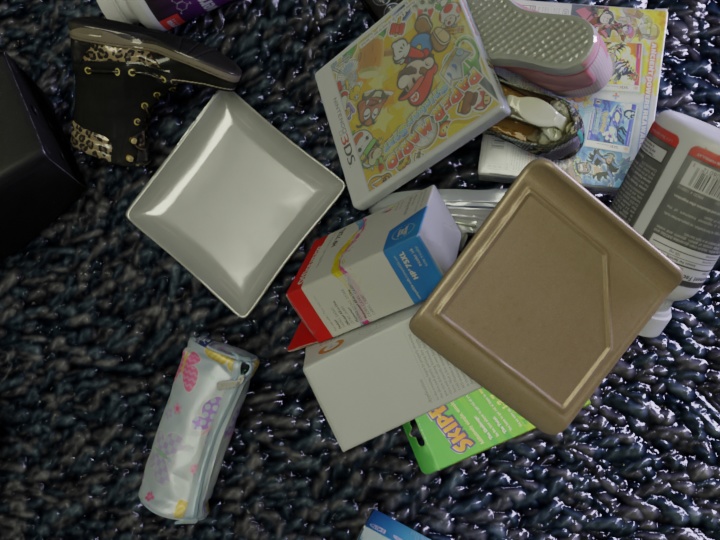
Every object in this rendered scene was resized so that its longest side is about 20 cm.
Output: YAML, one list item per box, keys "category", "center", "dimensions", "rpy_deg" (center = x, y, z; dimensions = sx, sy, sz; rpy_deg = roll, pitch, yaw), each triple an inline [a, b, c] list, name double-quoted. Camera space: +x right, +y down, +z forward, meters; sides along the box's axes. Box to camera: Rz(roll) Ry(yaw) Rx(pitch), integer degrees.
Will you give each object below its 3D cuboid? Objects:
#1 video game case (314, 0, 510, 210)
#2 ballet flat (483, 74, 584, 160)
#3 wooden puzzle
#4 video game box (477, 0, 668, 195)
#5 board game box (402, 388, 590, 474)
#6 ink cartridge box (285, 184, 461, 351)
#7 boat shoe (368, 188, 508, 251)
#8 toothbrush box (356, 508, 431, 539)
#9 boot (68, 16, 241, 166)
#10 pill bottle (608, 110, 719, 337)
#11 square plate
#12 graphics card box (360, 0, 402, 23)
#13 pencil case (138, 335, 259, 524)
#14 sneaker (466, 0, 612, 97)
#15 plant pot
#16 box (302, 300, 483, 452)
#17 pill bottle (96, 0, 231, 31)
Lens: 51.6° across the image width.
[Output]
- category: "video game case"
  center: [0.046, -0.191, 0.796]
  dimensions: [0.199, 0.023, 0.184]
  rpy_deg: [-31, 65, 31]
- category: "ballet flat"
  center: [0.142, -0.176, 0.782]
  dimensions: [0.198, 0.072, 0.073]
  rpy_deg: [23, 89, 13]
- category: "wooden puzzle"
  center: [0.171, 0.028, 0.694]
  dimensions: [0.184, 0.037, 0.201]
  rpy_deg: [36, 99, -8]
- category: "video game box"
  center: [0.232, -0.191, 0.823]
  dimensions: [0.179, 0.047, 0.203]
  rpy_deg: [8, 87, 12]
- category: "board game box"
  center: [0.141, 0.142, 0.820]
  dimensions: [0.198, 0.030, 0.097]
  rpy_deg: [-25, 81, 4]
- category: "ink cartridge box"
  center: [0.000, 0.000, 0.778]
  dimensions: [0.198, 0.117, 0.068]
  rpy_deg: [-24, 112, 25]
- category: "boat shoe"
  center: [0.105, -0.055, 0.817]
  dimensions: [0.197, 0.073, 0.068]
  rpy_deg: [-1, 92, 14]
- category: "toothbrush box"
  center: [0.066, 0.372, 0.784]
  dimensions: [0.198, 0.085, 0.148]
  rpy_deg: [24, 89, 11]
- category: "boot"
  center: [-0.246, -0.198, 0.869]
  dimensions: [0.197, 0.073, 0.152]
  rpy_deg: [13, 115, -7]
- category: "pill bottle"
  center: [0.303, -0.044, 0.739]
  dimensions: [0.115, 0.116, 0.202]
  rpy_deg: [26, 114, 10]
- category: "square plate"
  center: [-0.148, -0.082, 0.883]
  dimensions: [0.199, 0.028, 0.199]
  rpy_deg: [39, 92, 10]
- category: "graphics card box"
  center: [0.103, -0.338, 0.853]
  dimensions: [0.199, 0.051, 0.126]
  rpy_deg: [-34, 82, 6]
- category: "pencil case"
  center: [-0.180, 0.177, 0.839]
  dimensions: [0.090, 0.083, 0.203]
  rpy_deg: [20, 90, 32]
- category: "sneaker"
  center: [0.175, -0.235, 0.784]
  dimensions: [0.199, 0.104, 0.076]
  rpy_deg: [33, 102, 37]
- category: "plant pot"
  center: [-0.441, -0.135, 0.859]
  dimensions: [0.175, 0.200, 0.202]
  rpy_deg: [-25, 82, -5]
- category: "box"
  center: [0.050, 0.084, 0.775]
  dimensions: [0.198, 0.124, 0.099]
  rpy_deg: [-25, 99, 3]
- category: "pill bottle"
  center: [-0.210, -0.355, 0.872]
  dimensions: [0.198, 0.112, 0.114]
  rpy_deg: [-22, 82, 7]
